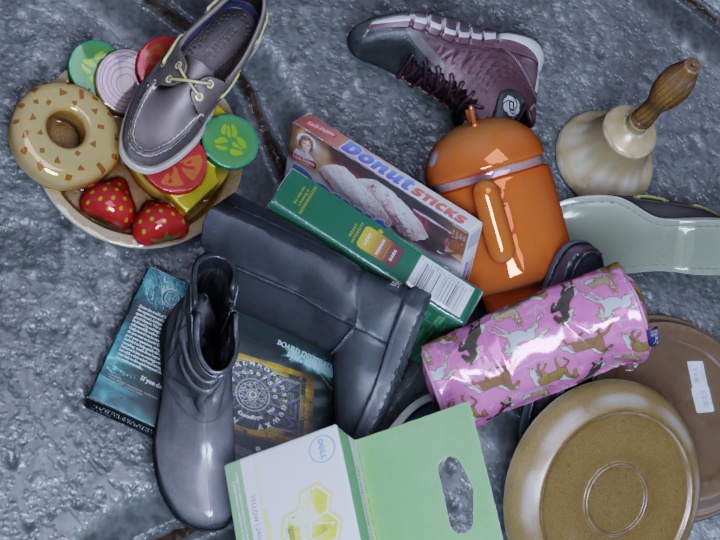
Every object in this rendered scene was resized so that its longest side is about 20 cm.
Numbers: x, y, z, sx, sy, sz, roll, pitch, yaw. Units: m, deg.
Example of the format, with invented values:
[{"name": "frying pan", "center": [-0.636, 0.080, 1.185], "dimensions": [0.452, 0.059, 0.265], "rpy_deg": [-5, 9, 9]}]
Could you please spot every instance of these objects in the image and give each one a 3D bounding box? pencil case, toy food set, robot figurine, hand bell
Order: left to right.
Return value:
[{"name": "toy food set", "center": [-0.197, -0.117, 1.492], "dimensions": [0.200, 0.049, 0.198], "rpy_deg": [42, 63, 3]}, {"name": "robot figurine", "center": [0.124, -0.049, 1.512], "dimensions": [0.143, 0.116, 0.203], "rpy_deg": [-18, 94, -44]}, {"name": "pencil case", "center": [0.146, 0.068, 1.397], "dimensions": [0.198, 0.083, 0.087], "rpy_deg": [-22, 65, 3]}, {"name": "hand bell", "center": [0.264, -0.145, 1.558], "dimensions": [0.103, 0.200, 0.105], "rpy_deg": [6, 67, -13]}]

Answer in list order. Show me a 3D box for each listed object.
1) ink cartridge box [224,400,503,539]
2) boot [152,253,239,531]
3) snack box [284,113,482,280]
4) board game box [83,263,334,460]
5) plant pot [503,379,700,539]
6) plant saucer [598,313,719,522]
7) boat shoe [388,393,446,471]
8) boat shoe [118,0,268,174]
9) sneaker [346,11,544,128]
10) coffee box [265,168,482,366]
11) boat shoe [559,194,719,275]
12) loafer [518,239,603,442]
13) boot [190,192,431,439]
[{"name": "ink cartridge box", "center": [0.001, 0.189, 1.286], "dimensions": [0.198, 0.048, 0.147], "rpy_deg": [-22, 60, 16]}, {"name": "boot", "center": [-0.127, 0.100, 1.348], "dimensions": [0.069, 0.132, 0.202], "rpy_deg": [-4, 70, -18]}, {"name": "snack box", "center": [0.017, -0.061, 1.484], "dimensions": [0.199, 0.072, 0.024], "rpy_deg": [34, 47, 22]}, {"name": "board game box", "center": [-0.120, 0.096, 1.441], "dimensions": [0.198, 0.028, 0.136], "rpy_deg": [25, 64, -5]}, {"name": "plant pot", "center": [0.217, 0.196, 1.453], "dimensions": [0.198, 0.027, 0.203], "rpy_deg": [-3, 99, -22]}, {"name": "plant saucer", "center": [0.286, 0.132, 1.551], "dimensions": [0.197, 0.030, 0.203], "rpy_deg": [6, 66, -14]}, {"name": "boat shoe", "center": [0.032, 0.170, 1.406], "dimensions": [0.061, 0.076, 0.200], "rpy_deg": [30, 34, 18]}, {"name": "boat shoe", "center": [-0.145, -0.171, 1.470], "dimensions": [0.072, 0.060, 0.201], "rpy_deg": [36, 63, -1]}, {"name": "sneaker", "center": [0.084, -0.173, 1.587], "dimensions": [0.197, 0.076, 0.117], "rpy_deg": [5, 70, -15]}, {"name": "coffee box", "center": [0.000, 0.000, 1.465], "dimensions": [0.199, 0.123, 0.044], "rpy_deg": [32, 64, -1]}, {"name": "boat shoe", "center": [0.265, -0.036, 1.595], "dimensions": [0.198, 0.061, 0.073], "rpy_deg": [9, 105, -9]}, {"name": "loafer", "center": [0.190, 0.077, 1.469], "dimensions": [0.071, 0.063, 0.203], "rpy_deg": [0, 106, -34]}, {"name": "boot", "center": [-0.057, 0.049, 1.414], "dimensions": [0.198, 0.066, 0.166], "rpy_deg": [24, 108, 9]}]
